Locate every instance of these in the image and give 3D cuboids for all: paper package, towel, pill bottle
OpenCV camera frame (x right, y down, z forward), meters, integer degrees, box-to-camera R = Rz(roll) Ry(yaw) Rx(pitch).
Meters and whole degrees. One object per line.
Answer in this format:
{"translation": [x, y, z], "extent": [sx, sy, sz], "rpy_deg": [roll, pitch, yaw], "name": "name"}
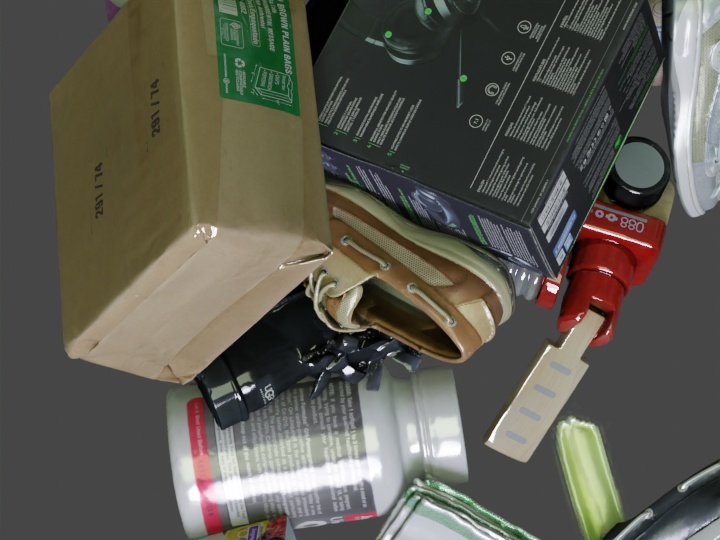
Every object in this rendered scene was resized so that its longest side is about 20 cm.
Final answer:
{"translation": [-0.110, -0.062, 1.464], "extent": [0.103, 0.190, 0.202], "rpy_deg": [11, 58, -31], "name": "paper package"}
{"translation": [0.055, 0.249, 1.592], "extent": [0.148, 0.031, 0.201], "rpy_deg": [30, 118, -3], "name": "towel"}
{"translation": [-0.029, 0.119, 1.596], "extent": [0.198, 0.111, 0.112], "rpy_deg": [-9, 91, 1], "name": "pill bottle"}

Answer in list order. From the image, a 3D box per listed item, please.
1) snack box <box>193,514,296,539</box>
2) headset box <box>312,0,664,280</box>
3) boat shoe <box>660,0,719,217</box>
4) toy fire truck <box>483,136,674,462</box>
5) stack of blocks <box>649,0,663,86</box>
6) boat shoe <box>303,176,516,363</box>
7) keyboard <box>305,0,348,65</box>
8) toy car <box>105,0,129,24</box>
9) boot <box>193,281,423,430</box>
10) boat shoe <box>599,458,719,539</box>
{"translation": [-0.084, 0.278, 1.587], "extent": [0.141, 0.053, 0.201], "rpy_deg": [-16, 113, 9], "name": "snack box"}
{"translation": [0.068, -0.117, 1.499], "extent": [0.199, 0.093, 0.175], "rpy_deg": [21, 75, 22], "name": "headset box"}
{"translation": [0.237, -0.118, 1.563], "extent": [0.064, 0.075, 0.203], "rpy_deg": [-5, 131, 4], "name": "boat shoe"}
{"translation": [0.105, 0.007, 1.573], "extent": [0.174, 0.129, 0.201], "rpy_deg": [17, 63, -1], "name": "toy fire truck"}
{"translation": [0.227, -0.189, 1.581], "extent": [0.198, 0.116, 0.059], "rpy_deg": [-3, 49, 0], "name": "stack of blocks"}
{"translation": [0.000, 0.000, 1.495], "extent": [0.199, 0.076, 0.074], "rpy_deg": [21, 54, 19], "name": "boat shoe"}
{"translation": [-0.031, -0.103, 1.626], "extent": [0.104, 0.040, 0.201], "rpy_deg": [38, 105, 9], "name": "keyboard"}
{"translation": [-0.131, -0.219, 1.567], "extent": [0.200, 0.174, 0.151], "rpy_deg": [50, 135, 29], "name": "toy car"}
{"translation": [-0.055, 0.009, 1.580], "extent": [0.161, 0.074, 0.199], "rpy_deg": [-23, 54, -11], "name": "boot"}
{"translation": [0.200, 0.201, 1.624], "extent": [0.199, 0.076, 0.061], "rpy_deg": [-31, 53, 10], "name": "boat shoe"}
